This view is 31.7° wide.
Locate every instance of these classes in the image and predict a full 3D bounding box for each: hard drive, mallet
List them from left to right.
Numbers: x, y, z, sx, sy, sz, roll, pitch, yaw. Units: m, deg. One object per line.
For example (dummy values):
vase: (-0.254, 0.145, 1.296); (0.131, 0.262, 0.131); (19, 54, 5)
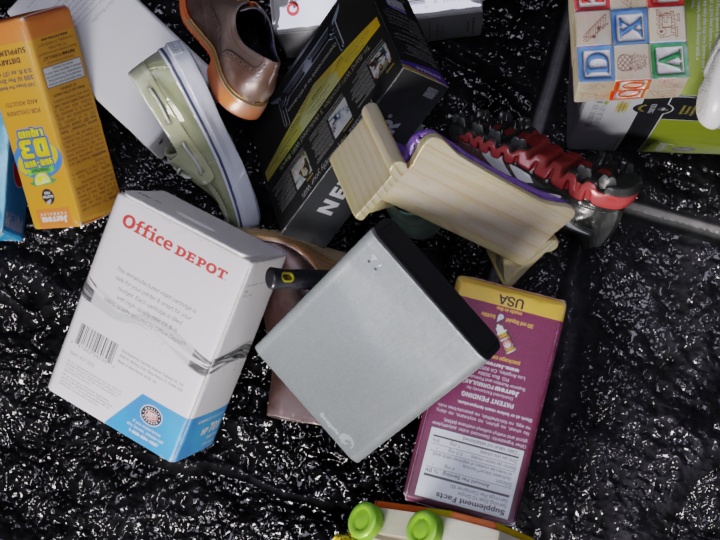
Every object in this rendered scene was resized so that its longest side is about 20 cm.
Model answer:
mallet: (0.000, 0.000, 1.147); (0.199, 0.041, 0.066); (11, 72, -37)
hard drive: (0.009, 0.064, 1.071); (0.140, 0.200, 0.033); (48, 44, 2)

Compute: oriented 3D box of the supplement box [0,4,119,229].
supplement box: (-0.291, -0.142, 1.197); (0.066, 0.069, 0.201); (-4, 110, 32)

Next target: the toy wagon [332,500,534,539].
toy wagon: (0.058, 0.237, 1.123); (0.199, 0.155, 0.040); (-1, 67, 44)

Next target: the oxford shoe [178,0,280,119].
oxford shoe: (-0.117, -0.236, 1.209); (0.073, 0.071, 0.201); (-50, 50, 33)

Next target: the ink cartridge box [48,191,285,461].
ink cartridge box: (-0.176, 0.047, 1.153); (0.146, 0.086, 0.201); (27, 102, 17)

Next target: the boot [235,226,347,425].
boot: (-0.070, 0.054, 1.193); (0.199, 0.072, 0.167); (13, 80, 2)

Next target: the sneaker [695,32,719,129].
sneaker: (0.342, -0.190, 0.993); (0.105, 0.076, 0.201); (24, 84, 6)

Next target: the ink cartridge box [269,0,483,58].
ink cartridge box: (0.013, -0.297, 1.228); (0.199, 0.086, 0.147); (-6, 82, 5)

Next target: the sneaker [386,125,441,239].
sneaker: (0.026, -0.132, 1.189); (0.073, 0.118, 0.201); (-25, 80, 2)

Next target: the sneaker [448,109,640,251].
sneaker: (0.162, -0.083, 1.191); (0.200, 0.071, 0.098); (28, 126, 27)

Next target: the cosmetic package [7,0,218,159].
cosmetic package: (-0.237, -0.214, 1.244); (0.200, 0.074, 0.102); (45, 88, 6)

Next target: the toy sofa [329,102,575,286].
toy sofa: (0.082, -0.071, 1.075); (0.098, 0.199, 0.083); (-48, 41, 25)

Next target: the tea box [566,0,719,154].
tea box: (0.293, -0.189, 1.135); (0.195, 0.200, 0.135); (4, 82, 4)

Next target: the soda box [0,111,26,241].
soda box: (-0.366, -0.133, 1.246); (0.067, 0.064, 0.201); (1, 82, 4)

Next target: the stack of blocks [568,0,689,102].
stack of blocks: (0.224, -0.242, 1.016); (0.114, 0.059, 0.201); (-2, 81, 6)

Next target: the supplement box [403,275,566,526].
supplement box: (0.111, 0.118, 1.143); (0.103, 0.131, 0.201); (14, 85, 5)

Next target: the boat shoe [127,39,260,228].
boat shoe: (-0.154, -0.118, 1.188); (0.062, 0.072, 0.201); (-26, 119, -6)

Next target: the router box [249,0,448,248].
router box: (-0.017, -0.146, 1.141); (0.200, 0.052, 0.158); (-51, 38, 30)
